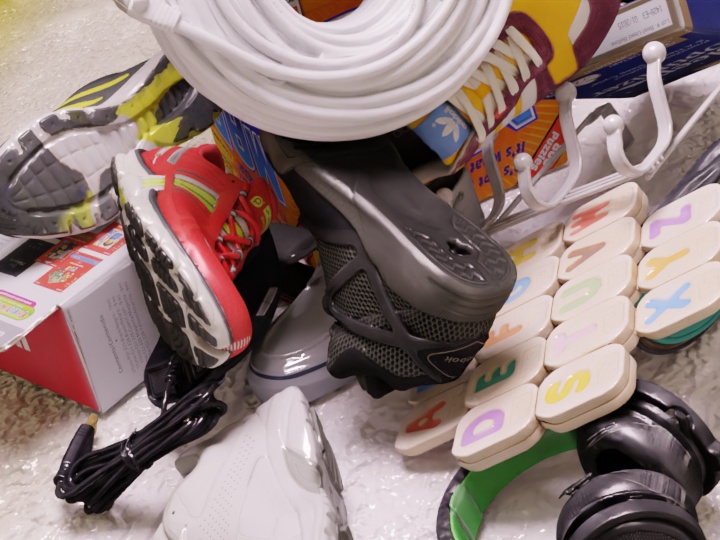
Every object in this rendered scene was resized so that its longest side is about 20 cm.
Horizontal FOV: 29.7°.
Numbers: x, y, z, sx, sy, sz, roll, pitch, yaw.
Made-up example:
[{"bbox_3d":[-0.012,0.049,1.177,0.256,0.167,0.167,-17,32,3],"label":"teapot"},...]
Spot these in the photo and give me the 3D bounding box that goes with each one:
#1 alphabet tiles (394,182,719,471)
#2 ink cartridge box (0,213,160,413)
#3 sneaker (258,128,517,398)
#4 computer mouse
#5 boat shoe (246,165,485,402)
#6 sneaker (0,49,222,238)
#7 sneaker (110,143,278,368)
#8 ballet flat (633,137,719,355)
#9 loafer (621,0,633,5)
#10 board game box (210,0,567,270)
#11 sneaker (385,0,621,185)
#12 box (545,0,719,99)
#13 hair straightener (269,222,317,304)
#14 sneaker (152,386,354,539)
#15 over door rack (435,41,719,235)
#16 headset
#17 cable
[{"bbox_3d":[0.103,0.023,0.715,0.195,0.015,0.200,-29,21,28],"label":"alphabet tiles"},{"bbox_3d":[-0.210,0.011,0.875,0.199,0.084,0.175,15,42,39],"label":"ink cartridge box"},{"bbox_3d":[-0.004,-0.007,0.737,0.076,0.115,0.199,-11,43,-39],"label":"sneaker"},{"bbox_3d":[-0.103,0.059,0.780,0.140,0.046,0.201,-36,24,27],"label":"computer mouse"},{"bbox_3d":[0.000,0.000,0.824,0.073,0.067,0.200,15,43,38],"label":"boat shoe"},{"bbox_3d":[-0.171,-0.076,0.865,0.084,0.075,0.200,-8,23,46],"label":"sneaker"},{"bbox_3d":[-0.083,-0.023,0.737,0.084,0.077,0.200,-15,33,-12],"label":"sneaker"},{"bbox_3d":[0.193,-0.020,0.787,0.073,0.073,0.200,16,50,39],"label":"ballet flat"},{"bbox_3d":[0.269,-0.203,1.022,0.199,0.071,0.073,-23,33,-14],"label":"loafer"},{"bbox_3d":[-0.003,-0.159,0.944,0.199,0.201,0.200,-23,34,-14],"label":"board game box"},{"bbox_3d":[0.069,-0.104,0.781,0.200,0.075,0.090,-41,15,33],"label":"sneaker"},{"bbox_3d":[0.196,-0.145,0.885,0.121,0.033,0.199,-19,-4,38],"label":"box"},{"bbox_3d":[-0.093,-0.038,0.910,0.041,0.077,0.200,-34,37,-26],"label":"hair straightener"},{"bbox_3d":[-0.049,0.137,0.641,0.099,0.078,0.200,-22,23,0],"label":"sneaker"},{"bbox_3d":[0.150,-0.092,0.826,0.200,0.067,0.147,-31,7,-42],"label":"over door rack"},{"bbox_3d":[0.123,0.092,0.609,0.199,0.094,0.124,-10,31,28],"label":"headset"},{"bbox_3d":[-0.020,-0.166,0.705,0.200,0.200,0.069,-54,17,-11],"label":"cable"}]
